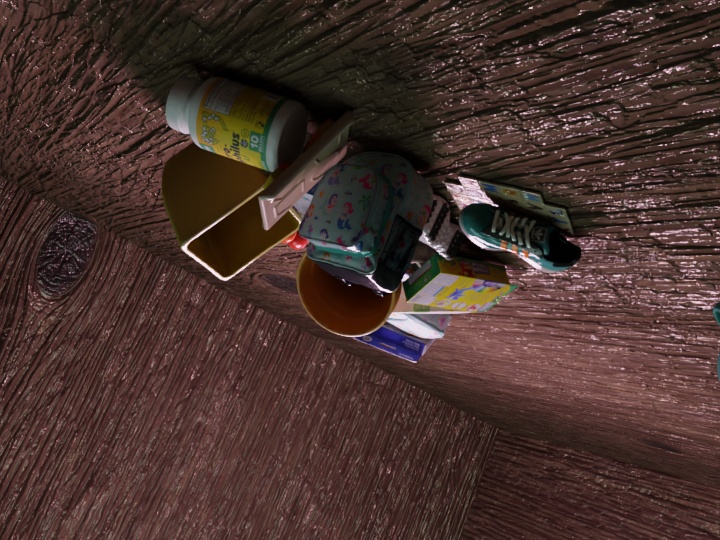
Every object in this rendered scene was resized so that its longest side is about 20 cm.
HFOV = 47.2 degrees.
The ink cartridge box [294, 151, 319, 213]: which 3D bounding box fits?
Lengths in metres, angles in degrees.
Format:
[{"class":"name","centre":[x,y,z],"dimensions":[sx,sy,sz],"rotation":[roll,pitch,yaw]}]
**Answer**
[{"class":"ink cartridge box","centre":[-0.022,-0.125,1.460],"dimensions":[0.198,0.077,0.137],"rotation":[23,168,10]}]

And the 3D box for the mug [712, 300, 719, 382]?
[{"class":"mug","centre":[0.627,0.134,1.263],"dimensions":[0.150,0.187,0.114],"rotation":[-5,167,13]}]

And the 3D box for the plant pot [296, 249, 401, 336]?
[{"class":"plant pot","centre":[0.000,0.000,1.612],"dimensions":[0.198,0.202,0.183],"rotation":[20,-154,12]}]

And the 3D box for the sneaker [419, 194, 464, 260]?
[{"class":"sneaker","centre":[0.117,-0.080,1.425],"dimensions":[0.081,0.076,0.200],"rotation":[27,170,26]}]

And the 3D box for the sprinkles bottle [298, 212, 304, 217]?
[{"class":"sprinkles bottle","centre":[-0.127,-0.126,1.667],"dimensions":[0.198,0.069,0.068],"rotation":[20,167,13]}]

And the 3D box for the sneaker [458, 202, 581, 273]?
[{"class":"sneaker","centre":[0.249,-0.057,1.261],"dimensions":[0.198,0.072,0.080],"rotation":[21,164,-17]}]

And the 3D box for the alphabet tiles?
[{"class":"alphabet tiles","centre":[0.232,-0.097,1.284],"dimensions":[0.198,0.006,0.166],"rotation":[17,166,27]}]

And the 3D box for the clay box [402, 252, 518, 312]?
[{"class":"clay box","centre":[0.193,0.027,1.572],"dimensions":[0.198,0.048,0.115],"rotation":[9,144,-34]}]

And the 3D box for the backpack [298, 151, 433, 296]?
[{"class":"backpack","centre":[0.012,-0.088,1.277],"dimensions":[0.177,0.201,0.150],"rotation":[16,162,44]}]

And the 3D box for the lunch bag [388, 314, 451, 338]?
[{"class":"lunch bag","centre":[0.136,0.118,2.182],"dimensions":[0.159,0.078,0.200],"rotation":[26,167,-15]}]

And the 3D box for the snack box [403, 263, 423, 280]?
[{"class":"snack box","centre":[0.072,-0.018,1.791],"dimensions":[0.141,0.053,0.200],"rotation":[20,167,6]}]

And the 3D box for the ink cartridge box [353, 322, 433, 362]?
[{"class":"ink cartridge box","centre":[0.104,0.171,2.311],"dimensions":[0.198,0.041,0.200],"rotation":[20,-156,15]}]

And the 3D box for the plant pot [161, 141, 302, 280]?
[{"class":"plant pot","centre":[-0.254,-0.140,1.525],"dimensions":[0.201,0.195,0.194],"rotation":[57,-178,24]}]

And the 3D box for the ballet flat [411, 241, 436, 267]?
[{"class":"ballet flat","centre":[0.179,0.002,1.649],"dimensions":[0.199,0.068,0.068],"rotation":[26,169,-15]}]

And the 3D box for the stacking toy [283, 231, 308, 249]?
[{"class":"stacking toy","centre":[-0.195,-0.100,1.881],"dimensions":[0.085,0.086,0.199],"rotation":[11,167,42]}]

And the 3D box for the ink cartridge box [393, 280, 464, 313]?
[{"class":"ink cartridge box","centre":[0.163,0.057,1.726],"dimensions":[0.198,0.068,0.117],"rotation":[1,176,-30]}]

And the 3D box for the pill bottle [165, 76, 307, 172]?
[{"class":"pill bottle","centre":[-0.190,-0.227,1.250],"dimensions":[0.198,0.114,0.113],"rotation":[20,167,15]}]

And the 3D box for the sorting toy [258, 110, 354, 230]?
[{"class":"sorting toy","centre":[-0.088,-0.152,1.249],"dimensions":[0.036,0.185,0.200],"rotation":[44,169,1]}]
